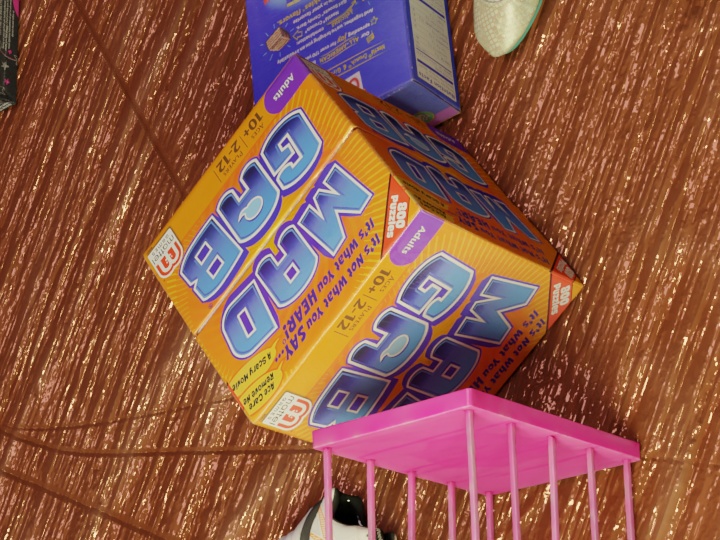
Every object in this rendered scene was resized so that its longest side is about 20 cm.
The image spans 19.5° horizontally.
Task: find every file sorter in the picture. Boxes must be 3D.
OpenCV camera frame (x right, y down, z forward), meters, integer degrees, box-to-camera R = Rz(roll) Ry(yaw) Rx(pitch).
[{"bbox_3d":[0.084,0.173,1.432,0.138,0.199,0.127,-17,65,37],"label":"file sorter"}]

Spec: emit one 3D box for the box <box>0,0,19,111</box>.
[{"bbox_3d":[-0.433,-0.255,2.143,0.131,0.114,0.202,-21,60,36],"label":"box"}]

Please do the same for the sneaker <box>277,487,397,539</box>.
[{"bbox_3d":[0.005,0.239,1.568,0.080,0.073,0.200,-53,47,10],"label":"sneaker"}]

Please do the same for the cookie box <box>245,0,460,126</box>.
[{"bbox_3d":[-0.011,-0.196,1.750,0.170,0.075,0.202,-24,58,33],"label":"cookie box"}]

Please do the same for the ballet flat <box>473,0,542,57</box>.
[{"bbox_3d":[0.125,-0.271,1.662,0.067,0.062,0.202,21,89,46],"label":"ballet flat"}]

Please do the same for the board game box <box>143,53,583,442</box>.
[{"bbox_3d":[0.000,0.000,1.575,0.200,0.199,0.200,-52,47,15],"label":"board game box"}]
